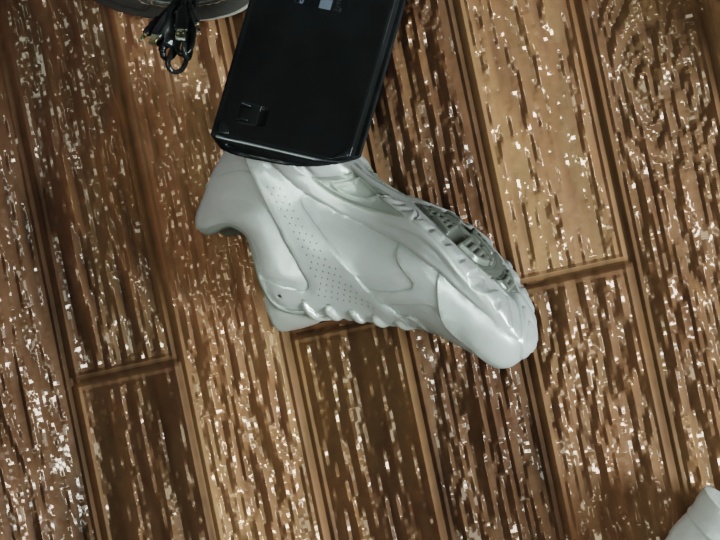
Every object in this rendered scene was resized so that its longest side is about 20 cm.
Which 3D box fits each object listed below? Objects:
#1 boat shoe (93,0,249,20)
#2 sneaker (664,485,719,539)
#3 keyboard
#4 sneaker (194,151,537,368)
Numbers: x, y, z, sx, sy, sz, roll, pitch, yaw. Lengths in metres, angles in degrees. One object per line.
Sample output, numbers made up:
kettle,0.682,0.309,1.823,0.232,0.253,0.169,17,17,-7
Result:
boat shoe,-0.149,-0.180,1.148,0.198,0.057,0.067,21,94,11
sneaker,0.210,0.216,1.070,0.200,0.074,0.116,43,100,19
keyboard,-0.037,-0.151,1.110,0.126,0.021,0.202,13,70,7
sneaker,0.000,0.000,1.116,0.199,0.078,0.100,37,104,19
